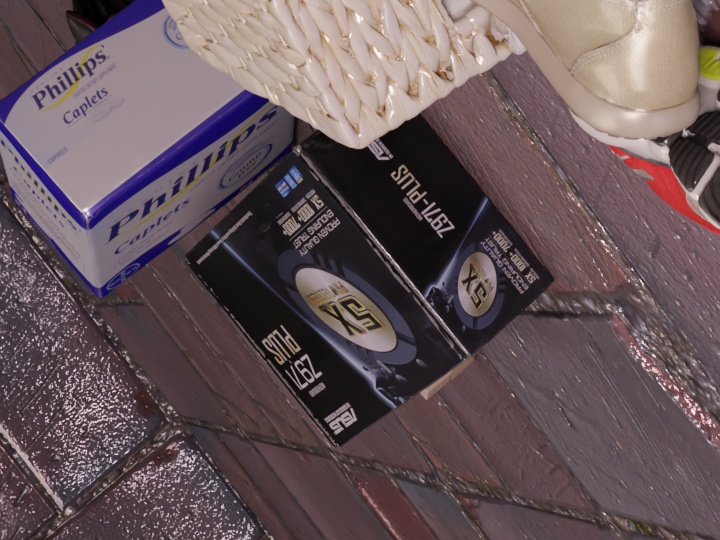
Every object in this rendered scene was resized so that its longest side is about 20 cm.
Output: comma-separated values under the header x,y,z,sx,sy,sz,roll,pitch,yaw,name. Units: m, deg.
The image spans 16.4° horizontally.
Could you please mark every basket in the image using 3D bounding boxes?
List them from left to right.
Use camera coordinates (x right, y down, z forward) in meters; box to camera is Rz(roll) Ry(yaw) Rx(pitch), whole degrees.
x,y,z,sx,sy,sz,roll,pitch,yaw,name
-0.023,-0.160,1.245,0.200,0.123,0.136,35,159,54,basket

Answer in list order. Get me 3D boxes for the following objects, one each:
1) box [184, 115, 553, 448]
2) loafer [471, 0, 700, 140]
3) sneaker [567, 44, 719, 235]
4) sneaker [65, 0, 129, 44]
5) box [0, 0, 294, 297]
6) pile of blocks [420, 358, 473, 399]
x,y,z,sx,sy,sz,roll,pitch,yaw,name
0.000,0.000,1.570,0.164,0.086,0.200,51,148,-1,box
0.084,-0.137,1.060,0.200,0.075,0.069,50,139,35,loafer
0.169,-0.043,1.056,0.085,0.077,0.200,46,180,-35,sneaker
-0.198,-0.167,2.000,0.116,0.076,0.200,57,157,-4,sneaker
-0.145,-0.095,1.725,0.105,0.184,0.200,49,168,11,box
0.013,0.043,1.842,0.082,0.062,0.200,56,167,-21,pile of blocks
